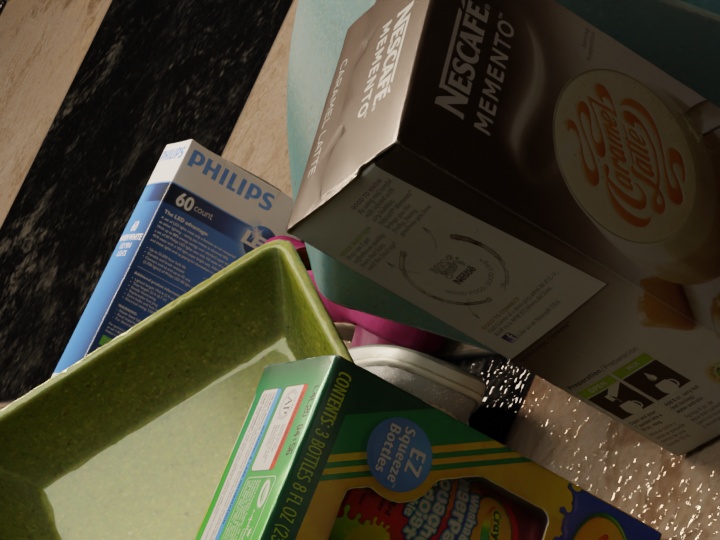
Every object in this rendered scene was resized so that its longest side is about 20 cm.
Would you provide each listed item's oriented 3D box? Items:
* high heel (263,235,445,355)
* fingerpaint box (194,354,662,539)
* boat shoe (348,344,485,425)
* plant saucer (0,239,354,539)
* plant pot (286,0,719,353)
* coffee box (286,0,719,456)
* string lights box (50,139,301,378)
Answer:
[{"bbox_3d":[0.000,0.000,1.215,0.200,0.067,0.096,46,116,54],"label":"high heel"},{"bbox_3d":[0.007,0.159,0.840,0.073,0.167,0.200,-14,49,62],"label":"fingerpaint box"},{"bbox_3d":[0.002,0.090,1.093,0.202,0.074,0.065,-34,39,58],"label":"boat shoe"},{"bbox_3d":[-0.073,0.114,0.984,0.200,0.048,0.200,-32,53,5],"label":"plant saucer"},{"bbox_3d":[0.061,-0.075,1.015,0.196,0.196,0.200,-110,40,-64],"label":"plant pot"},{"bbox_3d":[0.083,-0.027,0.861,0.080,0.200,0.115,-37,31,48],"label":"coffee box"},{"bbox_3d":[-0.121,0.025,1.422,0.200,0.103,0.059,-65,20,-12],"label":"string lights box"}]
